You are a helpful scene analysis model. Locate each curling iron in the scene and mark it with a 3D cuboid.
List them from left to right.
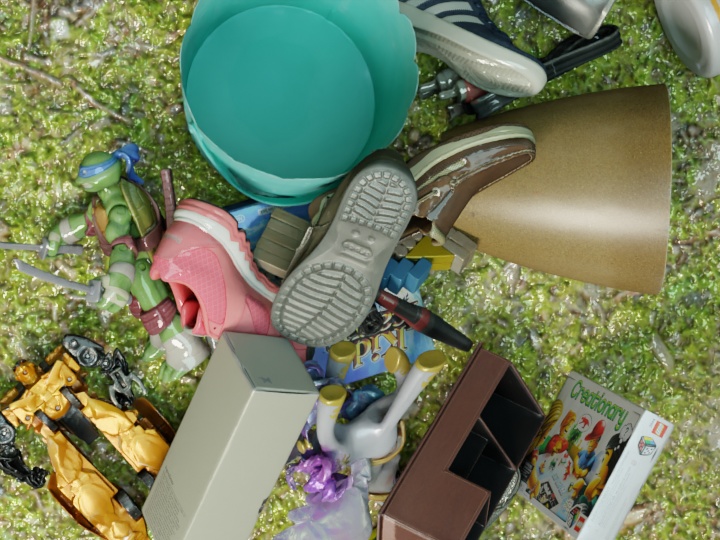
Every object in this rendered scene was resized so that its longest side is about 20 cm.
[{"bbox_3d":[0.043,0.047,1.615,0.050,0.200,0.026,-41,61,21],"label":"curling iron"}]

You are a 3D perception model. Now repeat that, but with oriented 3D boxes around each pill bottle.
[{"bbox_3d":[0.379,-0.266,1.684,0.199,0.112,0.113,-27,102,-8],"label":"pill bottle"}]

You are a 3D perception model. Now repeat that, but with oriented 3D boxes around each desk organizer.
[{"bbox_3d":[0.093,0.171,1.634,0.077,0.072,0.200,24,58,15],"label":"desk organizer"}]

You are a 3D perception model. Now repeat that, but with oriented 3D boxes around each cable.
[{"bbox_3d":[0.150,-0.186,1.649,0.199,0.097,0.051,-26,106,-10],"label":"cable"}]

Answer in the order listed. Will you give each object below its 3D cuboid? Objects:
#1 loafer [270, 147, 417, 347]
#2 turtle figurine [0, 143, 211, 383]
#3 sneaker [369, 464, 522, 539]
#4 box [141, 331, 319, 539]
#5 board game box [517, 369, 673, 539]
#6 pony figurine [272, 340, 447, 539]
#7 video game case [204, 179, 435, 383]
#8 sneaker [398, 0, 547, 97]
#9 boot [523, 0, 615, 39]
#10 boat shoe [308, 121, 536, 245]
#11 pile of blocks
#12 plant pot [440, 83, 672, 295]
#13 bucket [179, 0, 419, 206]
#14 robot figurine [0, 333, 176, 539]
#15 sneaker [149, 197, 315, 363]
[{"bbox_3d":[-0.008,-0.019,1.499,0.075,0.070,0.200,28,123,-10],"label":"loafer"},{"bbox_3d":[-0.224,0.012,1.560,0.200,0.143,0.195,-50,120,-39],"label":"turtle figurine"},{"bbox_3d":[0.074,0.242,1.688,0.200,0.085,0.078,-43,104,-6],"label":"sneaker"},{"bbox_3d":[-0.112,0.154,1.549,0.068,0.082,0.201,7,123,-34],"label":"box"},{"bbox_3d":[0.204,0.168,1.650,0.034,0.200,0.127,28,90,-14],"label":"board game box"},{"bbox_3d":[-0.019,0.159,1.613,0.192,0.167,0.201,-17,137,-26],"label":"pony figurine"},{"bbox_3d":[-0.048,0.017,1.653,0.199,0.045,0.183,-17,101,-11],"label":"video game case"},{"bbox_3d":[0.090,-0.221,1.599,0.199,0.075,0.085,30,75,28],"label":"sneaker"},{"bbox_3d":[0.157,-0.325,1.632,0.199,0.073,0.183,24,105,1],"label":"boot"},{"bbox_3d":[0.060,-0.055,1.549,0.201,0.075,0.075,-23,71,9],"label":"boat shoe"},{"bbox_3d":[0.000,0.000,1.602,0.198,0.062,0.083,3,56,-9],"label":"pile of blocks"},{"bbox_3d":[0.169,-0.076,1.639,0.198,0.186,0.188,3,96,4],"label":"plant pot"},{"bbox_3d":[-0.058,-0.158,1.563,0.206,0.135,0.209,1,82,-9],"label":"bucket"},{"bbox_3d":[-0.235,0.152,1.618,0.145,0.058,0.200,-42,105,-6],"label":"robot figurine"},{"bbox_3d":[-0.114,0.032,1.550,0.087,0.073,0.200,-54,130,-24],"label":"sneaker"}]
